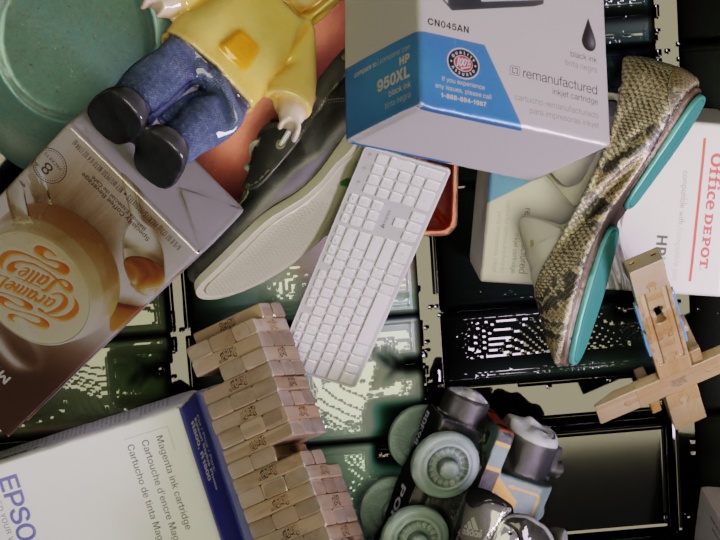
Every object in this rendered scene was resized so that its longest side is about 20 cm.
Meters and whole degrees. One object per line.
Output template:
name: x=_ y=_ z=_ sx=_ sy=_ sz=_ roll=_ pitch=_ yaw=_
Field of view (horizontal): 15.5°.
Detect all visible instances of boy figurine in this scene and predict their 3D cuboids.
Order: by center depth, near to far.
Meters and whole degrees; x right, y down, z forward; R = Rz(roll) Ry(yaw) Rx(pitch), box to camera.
boy figurine: x=-0.071 y=-0.134 z=1.608 sx=0.124 sy=0.064 sz=0.200 roll=47 pitch=62 yaw=-2

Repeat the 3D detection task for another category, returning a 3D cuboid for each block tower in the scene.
block tower: x=-0.050 y=0.124 z=1.703 sx=0.058 sy=0.054 sz=0.200 roll=-25 pitch=80 yaw=21

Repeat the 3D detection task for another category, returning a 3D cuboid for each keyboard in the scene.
keyboard: x=0.000 y=0.000 z=1.696 sx=0.056 sy=0.011 sz=0.200 roll=20 pitch=131 yaw=-4

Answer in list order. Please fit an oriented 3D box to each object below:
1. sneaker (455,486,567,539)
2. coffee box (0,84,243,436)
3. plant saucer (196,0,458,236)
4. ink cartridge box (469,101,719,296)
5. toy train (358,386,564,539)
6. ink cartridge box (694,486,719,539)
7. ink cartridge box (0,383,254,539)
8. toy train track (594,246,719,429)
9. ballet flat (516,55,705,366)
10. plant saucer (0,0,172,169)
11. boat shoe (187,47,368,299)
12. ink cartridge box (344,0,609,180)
sneaker: x=0.052 y=0.195 z=1.678 sx=0.200 sy=0.075 sz=0.116 roll=-6 pitch=104 yaw=-36
coffee box: x=-0.185 y=-0.004 z=1.655 sx=0.114 sy=0.080 sz=0.200 roll=45 pitch=120 yaw=-3
plant saucer: x=-0.036 y=-0.124 z=1.705 sx=0.199 sy=0.037 sz=0.201 roll=0 pitch=102 yaw=-4
ink cartridge box: x=0.177 y=-0.048 z=1.718 sx=0.199 sy=0.067 sz=0.116 roll=3 pitch=101 yaw=-4
toy train: x=0.058 y=0.177 z=1.753 sx=0.114 sy=0.085 sz=0.200 roll=19 pitch=98 yaw=-19
ink cartridge box: x=0.294 y=0.263 z=1.748 sx=0.146 sy=0.146 sz=0.201 roll=5 pitch=101 yaw=-4
ink cartridge box: x=-0.133 y=0.189 z=1.759 sx=0.199 sy=0.043 sz=0.197 roll=-18 pitch=101 yaw=1
toy train track: x=0.193 y=0.039 z=1.705 sx=0.114 sy=0.033 sz=0.200 roll=-23 pitch=145 yaw=1
ballet flat: x=0.143 y=-0.042 z=1.658 sx=0.075 sy=0.068 sz=0.200 roll=26 pitch=94 yaw=14
plant saucer: x=-0.175 y=-0.147 z=1.665 sx=0.200 sy=0.039 sz=0.202 roll=2 pitch=102 yaw=11
boat shoe: x=-0.040 y=-0.062 z=1.676 sx=0.200 sy=0.072 sz=0.068 roll=-47 pitch=64 yaw=13
ink cartridge box: x=0.070 y=-0.170 z=1.615 sx=0.144 sy=0.084 sz=0.201 roll=9 pitch=71 yaw=-32
